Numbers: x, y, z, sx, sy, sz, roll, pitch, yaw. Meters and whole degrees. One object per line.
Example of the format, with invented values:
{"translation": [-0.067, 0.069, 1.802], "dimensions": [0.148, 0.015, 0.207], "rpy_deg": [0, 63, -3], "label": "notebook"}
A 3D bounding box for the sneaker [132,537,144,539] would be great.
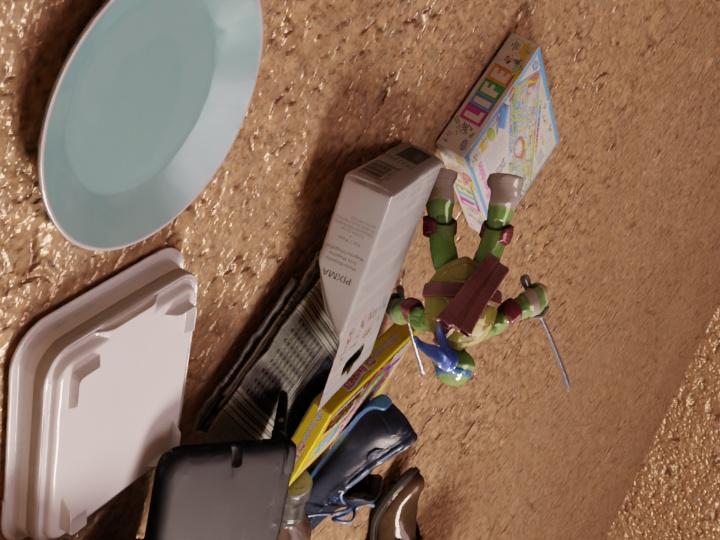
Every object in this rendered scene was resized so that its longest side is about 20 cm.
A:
{"translation": [-0.206, 0.305, 1.083], "dimensions": [0.201, 0.085, 0.078], "rpy_deg": [-56, 157, -12], "label": "sneaker"}

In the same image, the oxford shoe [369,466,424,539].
{"translation": [0.053, 0.329, 1.649], "dimensions": [0.072, 0.084, 0.202], "rpy_deg": [-27, 139, -49], "label": "oxford shoe"}

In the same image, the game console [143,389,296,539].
{"translation": [-0.122, 0.213, 1.101], "dimensions": [0.174, 0.116, 0.203], "rpy_deg": [0, 108, -36], "label": "game console"}

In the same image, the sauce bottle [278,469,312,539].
{"translation": [-0.081, 0.270, 1.317], "dimensions": [0.065, 0.064, 0.202], "rpy_deg": [-35, 149, -44], "label": "sauce bottle"}

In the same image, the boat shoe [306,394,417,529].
{"translation": [-0.012, 0.212, 1.348], "dimensions": [0.084, 0.068, 0.201], "rpy_deg": [-41, 168, -47], "label": "boat shoe"}

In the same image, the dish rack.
{"translation": [-0.176, 0.097, 0.953], "dimensions": [0.171, 0.043, 0.202], "rpy_deg": [-34, 145, -46], "label": "dish rack"}

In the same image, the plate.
{"translation": [-0.131, -0.106, 0.829], "dimensions": [0.200, 0.025, 0.201], "rpy_deg": [-47, 154, -31], "label": "plate"}

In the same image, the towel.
{"translation": [-0.065, 0.087, 1.196], "dimensions": [0.193, 0.034, 0.200], "rpy_deg": [-53, 158, -10], "label": "towel"}

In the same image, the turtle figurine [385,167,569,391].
{"translation": [0.099, 0.011, 1.265], "dimensions": [0.199, 0.143, 0.197], "rpy_deg": [11, 83, -52], "label": "turtle figurine"}

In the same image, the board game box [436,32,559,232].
{"translation": [0.143, -0.130, 1.356], "dimensions": [0.135, 0.034, 0.200], "rpy_deg": [-56, 157, -11], "label": "board game box"}

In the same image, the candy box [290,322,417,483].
{"translation": [-0.011, 0.122, 1.292], "dimensions": [0.200, 0.026, 0.103], "rpy_deg": [-39, 164, -55], "label": "candy box"}

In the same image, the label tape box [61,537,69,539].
{"translation": [-0.222, 0.316, 0.968], "dimensions": [0.200, 0.063, 0.144], "rpy_deg": [-49, 123, -4], "label": "label tape box"}

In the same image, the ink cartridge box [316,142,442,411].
{"translation": [0.000, 0.000, 1.156], "dimensions": [0.202, 0.057, 0.162], "rpy_deg": [-66, 170, 21], "label": "ink cartridge box"}
